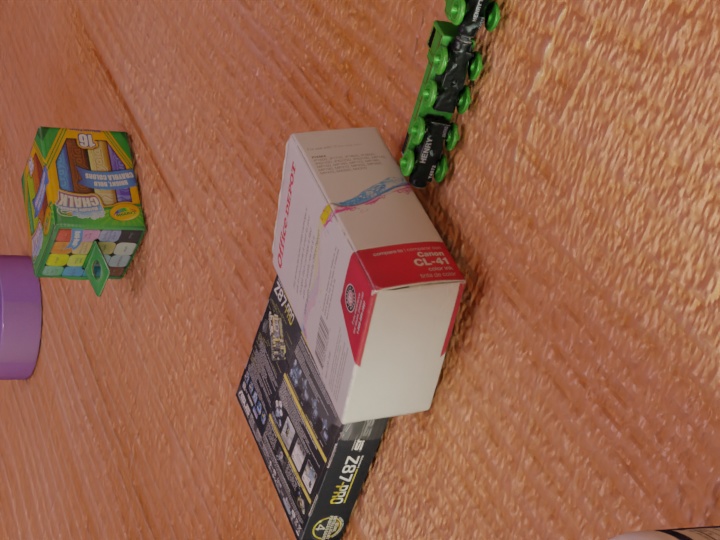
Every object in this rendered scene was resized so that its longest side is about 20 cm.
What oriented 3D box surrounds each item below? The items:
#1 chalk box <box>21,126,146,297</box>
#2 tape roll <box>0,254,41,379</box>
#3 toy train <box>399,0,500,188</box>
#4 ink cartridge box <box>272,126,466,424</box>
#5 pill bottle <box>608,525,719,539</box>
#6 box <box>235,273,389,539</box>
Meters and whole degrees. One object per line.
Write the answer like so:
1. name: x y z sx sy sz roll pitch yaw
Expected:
1. chalk box: -0.357 -0.067 1.847 0.125 0.122 0.202 -54 43 48
2. tape roll: -0.575 0.076 2.330 0.199 0.065 0.203 -8 81 62
3. toy train: 0.068 -0.159 1.111 0.057 0.041 0.202 -111 34 -54
4. ink cartridge box: 0.000 0.000 1.166 0.201 0.084 0.149 -115 27 -43
5. pill bottle: 0.170 0.188 0.714 0.119 0.197 0.122 -6 83 63
6. box: -0.049 0.122 1.314 0.201 0.048 0.163 60 141 46
